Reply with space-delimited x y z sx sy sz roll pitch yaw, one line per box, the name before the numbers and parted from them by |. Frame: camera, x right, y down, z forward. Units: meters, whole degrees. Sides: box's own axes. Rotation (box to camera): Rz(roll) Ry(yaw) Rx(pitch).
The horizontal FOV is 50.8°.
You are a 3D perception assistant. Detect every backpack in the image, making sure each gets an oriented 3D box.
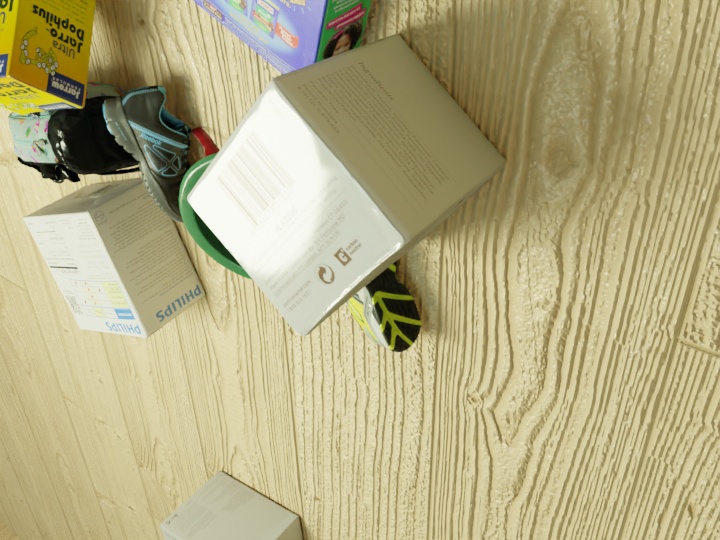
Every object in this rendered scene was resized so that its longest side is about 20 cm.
backpack | -0.387 -0.192 1.030 0.200 0.167 0.127 14 108 40

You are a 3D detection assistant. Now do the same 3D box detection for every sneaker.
sneaker | -0.246 -0.143 0.976 0.073 0.082 0.200 -112 -3 -47
sneaker | 0.000 0.000 0.855 0.076 0.075 0.201 4 115 53

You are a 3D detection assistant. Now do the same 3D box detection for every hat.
hat | -0.109 -0.110 0.890 0.200 0.176 0.166 40 126 -16

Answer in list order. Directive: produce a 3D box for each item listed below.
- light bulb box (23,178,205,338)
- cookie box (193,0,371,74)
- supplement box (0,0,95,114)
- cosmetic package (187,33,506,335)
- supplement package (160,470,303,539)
light bulb box | -0.370 -0.020 1.143 0.198 0.125 0.201 1 120 42
cookie box | -0.069 -0.292 0.683 0.171 0.075 0.200 41 149 13
supplement box | -0.391 -0.298 0.889 0.109 0.109 0.201 0 83 27
cosmetic package | -0.009 -0.083 0.690 0.166 0.200 0.167 49 132 2
supplement package | -0.222 0.495 1.357 0.200 0.152 0.151 18 130 33
